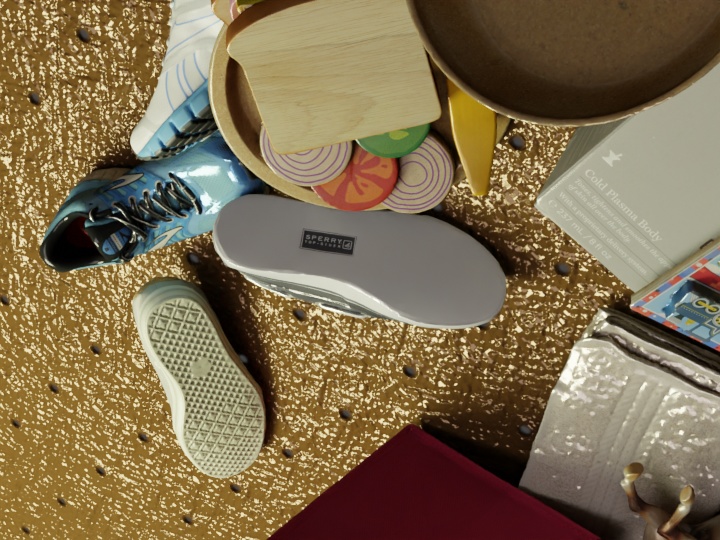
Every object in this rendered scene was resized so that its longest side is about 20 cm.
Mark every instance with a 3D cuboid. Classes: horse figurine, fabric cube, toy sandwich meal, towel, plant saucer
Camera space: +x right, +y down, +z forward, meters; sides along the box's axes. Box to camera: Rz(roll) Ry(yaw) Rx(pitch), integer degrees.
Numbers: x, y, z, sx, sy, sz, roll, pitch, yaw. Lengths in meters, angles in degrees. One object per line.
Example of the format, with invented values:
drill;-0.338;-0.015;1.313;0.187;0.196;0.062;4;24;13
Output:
horse figurine;0.238;0.169;0.907;0.199;0.050;0.133;-12;130;3
fabric cube;0.047;0.273;1.004;0.199;0.196;0.200;29;136;33
toy sandwich meal;0.002;-0.101;0.820;0.204;0.070;0.206;-1;132;-1
towel;0.185;0.122;0.948;0.132;0.035;0.201;25;133;14
plant saucer;0.117;-0.168;0.710;0.199;0.035;0.202;-4;82;27

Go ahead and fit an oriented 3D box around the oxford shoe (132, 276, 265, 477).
oxford shoe;-0.124;0.081;1.096;0.058;0.075;0.201;52;165;51

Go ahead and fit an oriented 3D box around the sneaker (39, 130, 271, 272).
sneaker;-0.147;-0.037;0.991;0.199;0.090;0.079;-20;112;36

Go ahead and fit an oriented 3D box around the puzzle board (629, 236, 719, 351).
puzzle board;0.271;0.022;0.769;0.199;0.017;0.151;23;140;-25

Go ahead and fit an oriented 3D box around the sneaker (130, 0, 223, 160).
sneaker;-0.094;-0.152;0.891;0.087;0.075;0.200;48;121;4

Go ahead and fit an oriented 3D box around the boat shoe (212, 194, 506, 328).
boat shoe;0.000;0.000;0.951;0.199;0.072;0.068;10;164;7

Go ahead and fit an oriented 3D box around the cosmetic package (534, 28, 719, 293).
cosmetic package;0.200;-0.076;0.752;0.107;0.090;0.200;40;138;-4
